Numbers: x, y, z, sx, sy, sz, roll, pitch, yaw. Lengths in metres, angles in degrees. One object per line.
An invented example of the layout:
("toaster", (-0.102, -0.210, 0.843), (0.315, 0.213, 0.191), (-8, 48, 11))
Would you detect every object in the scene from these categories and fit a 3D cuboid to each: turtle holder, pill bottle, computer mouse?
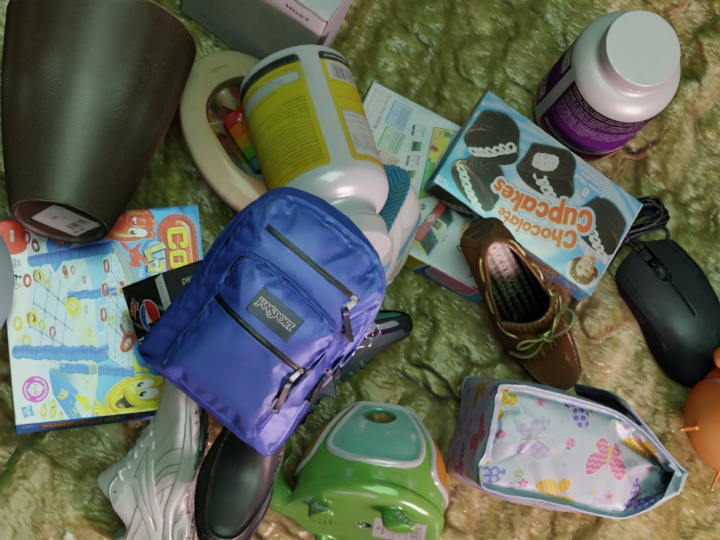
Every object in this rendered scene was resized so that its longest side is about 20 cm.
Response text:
("turtle holder", (-0.005, 0.200, 1.570), (0.183, 0.141, 0.133), (-7, 56, 28))
("pill bottle", (0.253, -0.189, 1.661), (0.111, 0.200, 0.114), (2, 77, -10))
("pill bottle", (-0.038, -0.100, 1.533), (0.111, 0.112, 0.202), (-11, 65, -13))
("computer mouse", (0.316, 0.029, 1.700), (0.138, 0.053, 0.201), (-34, 85, -17))

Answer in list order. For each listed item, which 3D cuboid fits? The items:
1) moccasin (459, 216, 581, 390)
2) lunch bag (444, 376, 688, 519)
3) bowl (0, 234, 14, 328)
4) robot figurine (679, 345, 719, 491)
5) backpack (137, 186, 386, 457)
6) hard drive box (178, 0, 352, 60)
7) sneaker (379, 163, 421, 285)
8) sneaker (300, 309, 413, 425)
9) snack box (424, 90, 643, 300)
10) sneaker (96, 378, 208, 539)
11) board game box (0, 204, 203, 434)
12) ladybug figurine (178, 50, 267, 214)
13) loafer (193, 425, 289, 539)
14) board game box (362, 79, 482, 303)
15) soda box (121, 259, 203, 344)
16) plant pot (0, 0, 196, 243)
("moccasin", (0.167, 0.040, 1.625), (0.073, 0.078, 0.203), (-26, 116, -2))
("lunch bag", (0.197, 0.170, 1.582), (0.197, 0.170, 0.129), (16, 86, -7))
("bowl", (-0.399, 0.010, 1.517), (0.198, 0.105, 0.204), (-3, 81, 23))
("robot figurine", (0.409, 0.133, 1.662), (0.199, 0.144, 0.117), (-36, 64, -17))
("backpack", (-0.068, 0.038, 1.388), (0.162, 0.168, 0.201), (39, 91, -8))
("hard drive box", (-0.090, -0.277, 1.616), (0.155, 0.200, 0.077), (35, 73, -2))
("sneaker", (0.000, 0.000, 1.585), (0.076, 0.081, 0.201), (25, 73, 29))
("sneaker", (-0.039, 0.099, 1.618), (0.197, 0.074, 0.089), (-15, 99, -7))
("snack box", (0.176, -0.075, 1.662), (0.199, 0.037, 0.117), (35, 73, -7))
("sneaker", (-0.195, 0.185, 1.528), (0.098, 0.078, 0.203), (8, 101, 1))
("board game box", (-0.244, 0.045, 1.586), (0.193, 0.056, 0.203), (-6, 78, -12))
("ladybug figurine", (-0.108, -0.122, 1.636), (0.135, 0.072, 0.202), (-23, 76, -24))
("loafer", (-0.100, 0.159, 1.491), (0.072, 0.073, 0.202), (19, 56, -5))
("board game box", (0.066, -0.080, 1.683), (0.198, 0.040, 0.154), (28, 74, -4))
("soda box", (-0.127, 0.020, 1.557), (0.199, 0.063, 0.072), (-19, 91, -47))
("plant pot", (-0.261, -0.136, 1.544), (0.184, 0.187, 0.203), (11, 68, -8))
